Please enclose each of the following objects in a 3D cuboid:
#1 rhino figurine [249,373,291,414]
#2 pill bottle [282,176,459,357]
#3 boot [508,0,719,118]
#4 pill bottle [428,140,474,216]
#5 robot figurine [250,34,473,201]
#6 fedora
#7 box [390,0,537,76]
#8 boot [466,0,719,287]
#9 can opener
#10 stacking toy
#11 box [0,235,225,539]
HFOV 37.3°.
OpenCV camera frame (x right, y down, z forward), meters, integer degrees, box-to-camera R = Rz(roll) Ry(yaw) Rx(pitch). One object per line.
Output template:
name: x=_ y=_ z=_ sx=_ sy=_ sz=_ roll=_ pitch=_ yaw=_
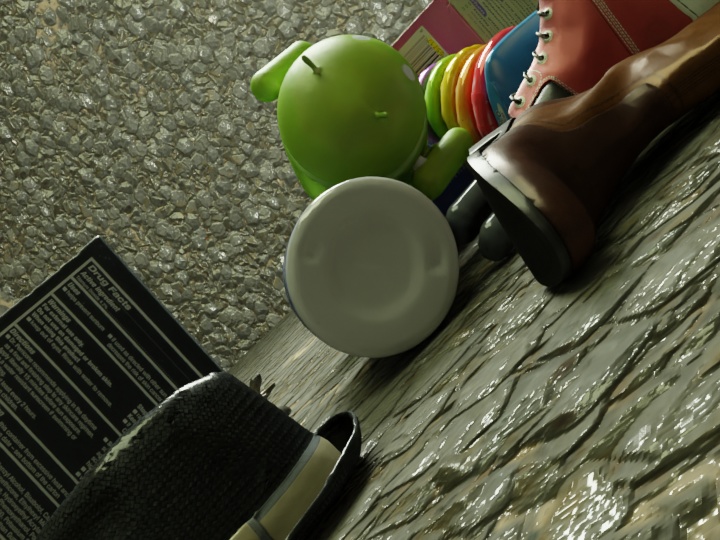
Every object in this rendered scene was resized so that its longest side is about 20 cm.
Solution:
rhino figurine: x=-0.118 y=0.148 z=0.857 sx=0.087 sy=0.060 sz=0.200 roll=-46 pitch=0 yaw=40
pill bottle: x=0.000 y=0.000 z=0.760 sx=0.114 sy=0.114 sz=0.200 roll=-44 pitch=2 yaw=-5
boot: x=0.115 y=-0.159 z=0.666 sx=0.144 sy=0.201 sz=0.072 roll=-44 pitch=-24 yaw=9
pill bottle: x=0.027 y=-0.041 z=0.986 sx=0.200 sy=0.112 sz=0.112 roll=-45 pitch=3 yaw=-14
robot figurine: x=-0.004 y=-0.109 z=0.843 sx=0.117 sy=0.174 sz=0.200 roll=-56 pitch=-10 yaw=-7
fedora: x=-0.093 y=0.121 z=0.526 sx=0.200 sy=0.092 sz=0.201 roll=-44 pitch=2 yaw=2
box: x=0.143 y=-0.205 z=1.051 sx=0.097 sy=0.176 sz=0.200 roll=-40 pitch=5 yaw=40
boot: x=0.153 y=-0.079 z=0.525 sx=0.198 sy=0.069 sz=0.188 roll=-31 pitch=6 yaw=11
can opener: x=0.129 y=-0.072 z=0.749 sx=0.200 sy=0.052 sz=0.067 roll=-45 pitch=-32 yaw=-37
stacking toy: x=0.086 y=-0.146 z=0.907 sx=0.198 sy=0.117 sz=0.110 roll=7 pitch=41 yaw=48
box: x=-0.183 y=0.127 z=0.689 sx=0.198 sy=0.200 sz=0.123 roll=-44 pitch=3 yaw=-32
